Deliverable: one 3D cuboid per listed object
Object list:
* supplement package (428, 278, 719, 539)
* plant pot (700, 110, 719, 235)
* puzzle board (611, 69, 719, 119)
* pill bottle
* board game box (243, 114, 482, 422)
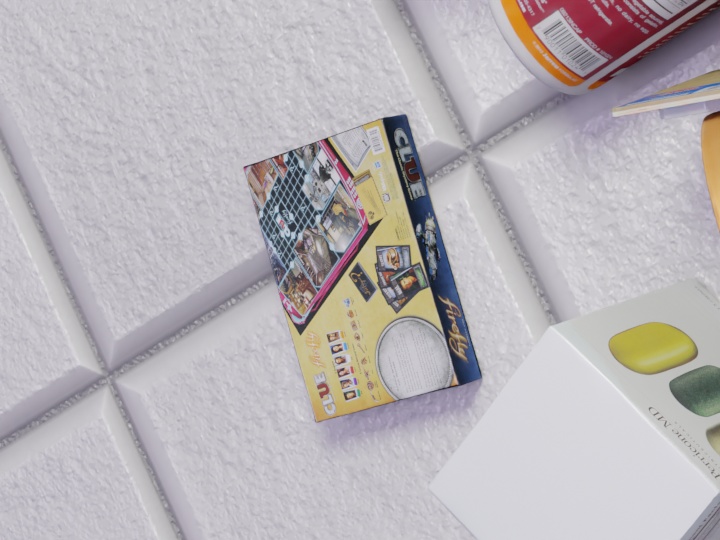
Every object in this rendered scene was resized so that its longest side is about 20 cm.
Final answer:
[{"bbox_3d":[0.182,0.121,1.549,0.152,0.200,0.151,45,120,19],"label":"supplement package"},{"bbox_3d":[0.308,-0.025,1.457,0.140,0.200,0.200,-21,86,19],"label":"plant pot"},{"bbox_3d":[0.275,-0.121,1.475,0.200,0.151,0.017,-9,98,35],"label":"puzzle board"},{"bbox_3d":[0.187,-0.207,1.545,0.200,0.113,0.113,-33,79,33],"label":"pill bottle"},{"bbox_3d":[0.000,0.000,1.756,0.135,0.035,0.200,-16,88,35],"label":"board game box"}]
